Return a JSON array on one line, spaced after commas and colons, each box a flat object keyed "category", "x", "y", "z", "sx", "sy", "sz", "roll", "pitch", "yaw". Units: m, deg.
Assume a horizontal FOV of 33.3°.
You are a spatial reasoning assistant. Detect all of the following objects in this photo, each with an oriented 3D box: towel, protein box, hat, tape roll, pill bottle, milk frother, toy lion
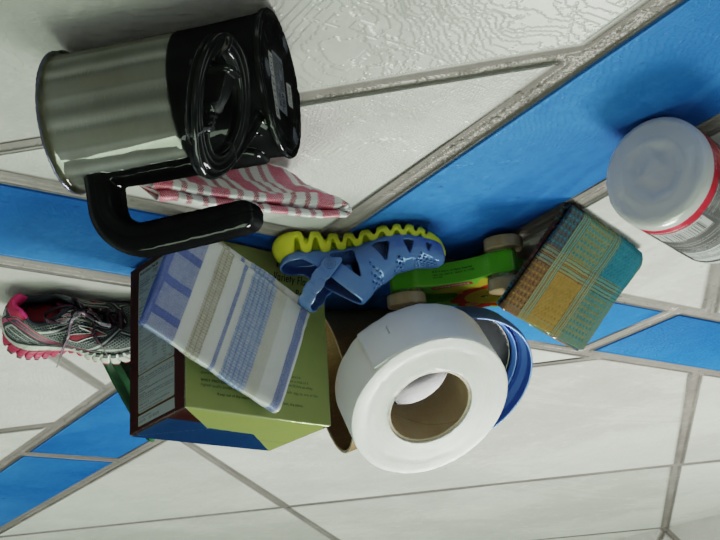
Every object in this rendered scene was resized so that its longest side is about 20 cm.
[{"category": "towel", "x": -0.120, "y": -0.084, "z": 1.109, "sx": 0.197, "sy": 0.030, "sz": 0.146, "roll": 5, "pitch": -165, "yaw": -30}, {"category": "protein box", "x": -0.154, "y": 0.089, "z": 1.406, "sx": 0.196, "sy": 0.203, "sz": 0.134, "roll": 12, "pitch": 154, "yaw": -36}, {"category": "hat", "x": -0.243, "y": 0.120, "z": 1.618, "sx": 0.175, "sy": 0.202, "sz": 0.165, "roll": -29, "pitch": -175, "yaw": -17}, {"category": "towel", "x": 0.250, "y": 0.010, "z": 1.419, "sx": 0.199, "sy": 0.022, "sz": 0.148, "roll": 25, "pitch": 102, "yaw": -49}, {"category": "tape roll", "x": 0.071, "y": 0.140, "z": 1.426, "sx": 0.199, "sy": 0.071, "sz": 0.205, "roll": -10, "pitch": 126, "yaw": -14}, {"category": "towel", "x": -0.143, "y": 0.049, "z": 1.311, "sx": 0.199, "sy": 0.149, "sz": 0.024, "roll": 37, "pitch": 141, "yaw": -30}, {"category": "pill bottle", "x": 0.340, "y": -0.071, "z": 1.213, "sx": 0.110, "sy": 0.113, "sz": 0.199, "roll": -20, "pitch": 154, "yaw": 35}, {"category": "milk frother", "x": -0.156, "y": -0.122, "z": 0.907, "sx": 0.185, "sy": 0.183, "sz": 0.200, "roll": -9, "pitch": 154, "yaw": 11}, {"category": "toy lion", "x": 0.142, "y": 0.016, "z": 1.482, "sx": 0.197, "sy": 0.070, "sz": 0.192, "roll": -9, "pitch": 166, "yaw": 14}]

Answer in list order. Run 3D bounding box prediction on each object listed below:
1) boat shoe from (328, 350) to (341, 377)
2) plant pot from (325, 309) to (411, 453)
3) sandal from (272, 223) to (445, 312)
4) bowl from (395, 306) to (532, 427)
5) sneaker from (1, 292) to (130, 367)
[{"category": "boat shoe", "x": -0.113, "y": 0.140, "z": 1.727, "sx": 0.197, "sy": 0.069, "sz": 0.072, "roll": -13, "pitch": 157, "yaw": 23}, {"category": "plant pot", "x": 0.050, "y": 0.129, "z": 1.611, "sx": 0.197, "sy": 0.189, "sz": 0.187, "roll": -11, "pitch": 161, "yaw": -16}, {"category": "sandal", "x": 0.000, "y": 0.000, "z": 1.370, "sx": 0.196, "sy": 0.088, "sz": 0.080, "roll": -7, "pitch": 157, "yaw": 3}, {"category": "bowl", "x": 0.118, "y": 0.132, "z": 1.508, "sx": 0.197, "sy": 0.040, "sz": 0.203, "roll": -11, "pitch": 125, "yaw": -15}, {"category": "sneaker", "x": -0.342, "y": 0.067, "z": 1.494, "sx": 0.197, "sy": 0.081, "sz": 0.075, "roll": -2, "pitch": 139, "yaw": -19}]
